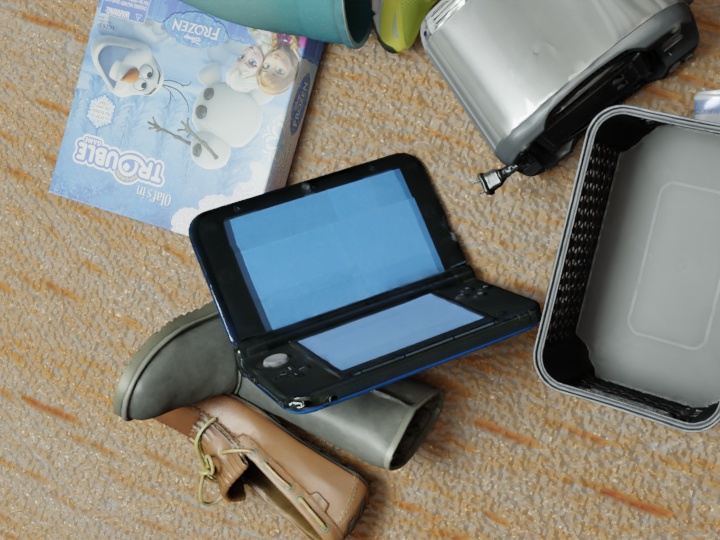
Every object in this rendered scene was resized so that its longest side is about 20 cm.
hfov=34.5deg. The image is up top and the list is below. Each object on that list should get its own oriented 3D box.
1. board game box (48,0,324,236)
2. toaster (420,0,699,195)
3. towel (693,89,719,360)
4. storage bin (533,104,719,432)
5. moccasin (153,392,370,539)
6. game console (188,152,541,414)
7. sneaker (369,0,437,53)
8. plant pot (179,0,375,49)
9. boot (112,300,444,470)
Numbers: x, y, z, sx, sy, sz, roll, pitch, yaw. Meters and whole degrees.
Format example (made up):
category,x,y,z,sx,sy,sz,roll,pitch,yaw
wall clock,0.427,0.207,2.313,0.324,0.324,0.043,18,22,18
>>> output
category,x,y,z,sx,sy,sz,roll,pitch,yaw
board game box,-0.146,-0.133,0.973,0.199,0.043,0.200,16,94,19
toaster,0.134,-0.162,0.841,0.200,0.114,0.129,-40,73,16
towel,0.313,-0.038,0.819,0.146,0.024,0.201,-3,88,20
storage bin,0.214,-0.003,0.802,0.135,0.094,0.201,16,99,26
moccasin,-0.092,0.155,0.924,0.201,0.074,0.078,33,61,11
game console,0.000,0.000,0.834,0.199,0.171,0.119,-19,107,-19
sneaker,0.074,-0.254,0.884,0.090,0.078,0.200,27,99,11
plant pot,-0.084,-0.272,0.858,0.187,0.200,0.201,6,90,10
boot,-0.059,0.099,0.878,0.200,0.182,0.073,33,133,18
